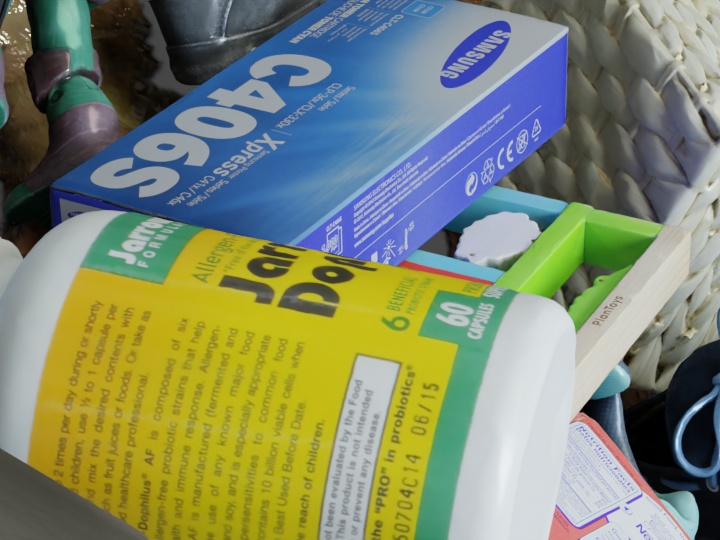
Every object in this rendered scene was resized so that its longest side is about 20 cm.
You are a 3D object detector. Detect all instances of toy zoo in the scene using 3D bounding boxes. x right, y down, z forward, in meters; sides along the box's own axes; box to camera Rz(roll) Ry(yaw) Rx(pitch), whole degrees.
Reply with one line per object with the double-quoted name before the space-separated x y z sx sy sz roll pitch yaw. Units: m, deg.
"toy zoo" 0.000 0.000 0.906 0.200 0.020 0.131 14 33 23

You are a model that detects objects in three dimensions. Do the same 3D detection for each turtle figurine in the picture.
"turtle figurine" -0.135 -0.119 0.930 0.150 0.101 0.200 13 50 -33

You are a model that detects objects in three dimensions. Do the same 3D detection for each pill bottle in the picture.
"pill bottle" -0.045 0.044 0.754 0.200 0.113 0.113 11 30 12

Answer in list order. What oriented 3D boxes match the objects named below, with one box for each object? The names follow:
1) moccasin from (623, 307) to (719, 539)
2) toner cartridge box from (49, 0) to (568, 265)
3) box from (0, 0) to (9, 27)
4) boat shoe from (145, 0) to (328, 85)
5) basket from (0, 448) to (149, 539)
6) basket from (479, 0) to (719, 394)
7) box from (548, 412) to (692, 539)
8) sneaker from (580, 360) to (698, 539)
"moccasin" 0.140 0.062 0.953 0.068 0.200 0.081 30 62 -6
"toner cartridge box" -0.013 -0.042 0.914 0.095 0.043 0.200 16 34 26
"box" -0.163 -0.073 0.713 0.043 0.200 0.160 10 68 15
"boat shoe" -0.030 -0.107 1.060 0.200 0.072 0.068 -25 104 -70
"basket" -0.158 0.080 0.636 0.200 0.136 0.181 27 42 -31
"basket" 0.128 -0.049 1.073 0.123 0.136 0.200 14 31 -34
"box" 0.083 0.157 0.838 0.200 0.095 0.103 51 32 13
"sneaker" 0.055 0.042 0.952 0.078 0.086 0.200 -12 60 -53
